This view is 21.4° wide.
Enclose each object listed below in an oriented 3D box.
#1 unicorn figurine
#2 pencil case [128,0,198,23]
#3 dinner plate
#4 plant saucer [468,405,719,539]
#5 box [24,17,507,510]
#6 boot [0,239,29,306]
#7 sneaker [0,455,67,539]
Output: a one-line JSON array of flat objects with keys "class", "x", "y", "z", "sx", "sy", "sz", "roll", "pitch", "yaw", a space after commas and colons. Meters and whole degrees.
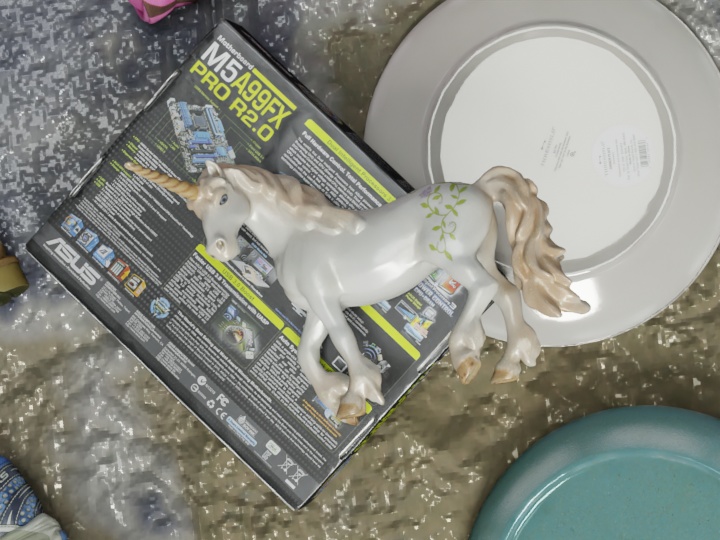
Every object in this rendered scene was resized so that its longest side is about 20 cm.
[{"class": "unicorn figurine", "x": 0.000, "y": 0.000, "z": 0.922, "sx": 0.198, "sy": 0.074, "sz": 0.138, "roll": -13, "pitch": 80, "yaw": -5}, {"class": "pencil case", "x": -0.051, "y": -0.215, "z": 0.991, "sx": 0.199, "sy": 0.091, "sz": 0.094, "roll": -28, "pitch": 71, "yaw": -1}, {"class": "dinner plate", "x": 0.099, "y": -0.061, "z": 0.999, "sx": 0.198, "sy": 0.024, "sz": 0.202, "roll": 0, "pitch": 86, "yaw": 3}, {"class": "plant saucer", "x": 0.142, "y": 0.168, "z": 0.951, "sx": 0.198, "sy": 0.027, "sz": 0.202, "roll": -1, "pitch": 85, "yaw": 19}, {"class": "box", "x": -0.048, "y": -0.003, "z": 0.981, "sx": 0.200, "sy": 0.044, "sz": 0.160, "roll": 43, "pitch": 97, "yaw": 6}, {"class": "boot", "x": -0.288, "y": -0.042, "z": 1.003, "sx": 0.174, "sy": 0.066, "sz": 0.201, "roll": -28, "pitch": 85, "yaw": -11}, {"class": "sneaker", "x": -0.250, "y": 0.161, "z": 0.985, "sx": 0.199, "sy": 0.077, "sz": 0.086, "roll": -26, "pitch": 74, "yaw": -6}]
